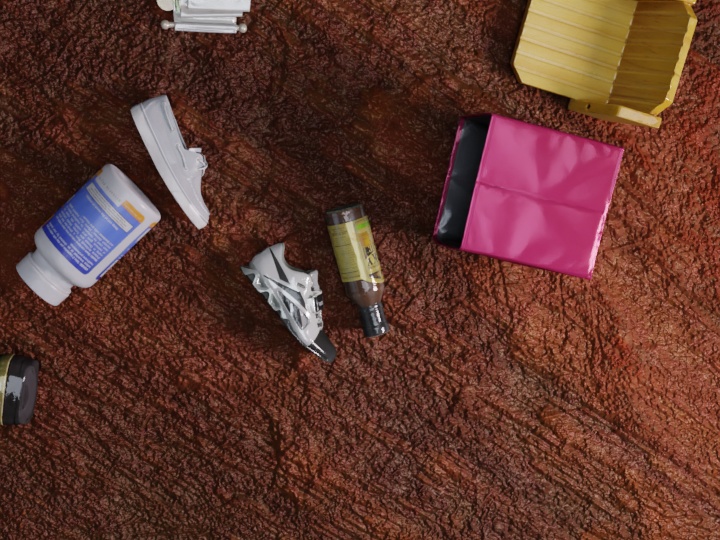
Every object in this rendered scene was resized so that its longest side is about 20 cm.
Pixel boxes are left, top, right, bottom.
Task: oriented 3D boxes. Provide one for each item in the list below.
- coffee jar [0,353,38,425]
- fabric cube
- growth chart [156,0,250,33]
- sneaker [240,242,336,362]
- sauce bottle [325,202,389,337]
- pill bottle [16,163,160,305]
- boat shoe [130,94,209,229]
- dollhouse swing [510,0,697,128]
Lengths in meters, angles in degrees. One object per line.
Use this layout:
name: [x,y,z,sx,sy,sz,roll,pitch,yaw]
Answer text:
coffee jar: [-0.572,0.166,1.582,0.199,0.085,0.105,7,96,-8]
fabric cube: [0.237,-0.110,1.592,0.198,0.196,0.201,13,95,-10]
growth chart: [-0.217,-0.441,1.584,0.144,0.018,0.201,10,96,-8]
sneaker: [-0.085,0.047,1.632,0.088,0.074,0.200,-38,100,1]
sauce bottle: [0.000,0.000,1.643,0.064,0.065,0.201,-16,100,-5]
pill bottle: [-0.394,-0.048,1.564,0.200,0.112,0.112,-43,100,0]
boat shoe: [-0.262,-0.161,1.593,0.068,0.072,0.201,-27,90,-2]
dollhouse swing: [0.352,-0.336,1.599,0.175,0.182,0.201,14,96,-29]
